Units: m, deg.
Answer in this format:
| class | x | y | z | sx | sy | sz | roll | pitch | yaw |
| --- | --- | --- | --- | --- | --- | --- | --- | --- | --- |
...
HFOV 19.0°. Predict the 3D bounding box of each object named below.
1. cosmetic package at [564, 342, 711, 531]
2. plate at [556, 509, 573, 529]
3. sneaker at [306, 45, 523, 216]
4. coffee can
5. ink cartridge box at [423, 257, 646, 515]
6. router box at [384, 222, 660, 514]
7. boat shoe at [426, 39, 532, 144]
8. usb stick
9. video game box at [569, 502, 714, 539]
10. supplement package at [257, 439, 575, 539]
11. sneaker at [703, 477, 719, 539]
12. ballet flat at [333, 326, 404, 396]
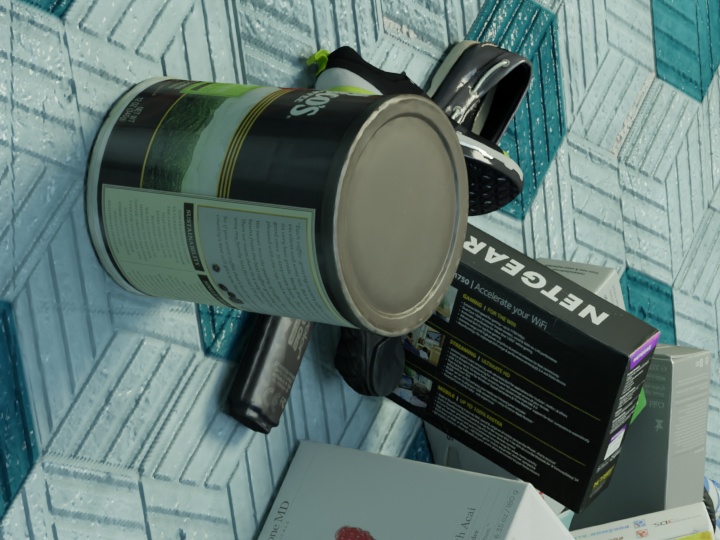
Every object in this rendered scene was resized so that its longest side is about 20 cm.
| class | x | y | z | sx | sy | sz | roll | pitch | yaw |
| --- | --- | --- | --- | --- | --- | --- | --- | --- | --- |
| cosmetic package | 0.244 | 0.165 | 1.902 | 0.090 | 0.106 | 0.202 | -4 | 98 | -55 |
| plate | 0.098 | 0.261 | 1.670 | 0.200 | 0.026 | 0.200 | -40 | 167 | -11 |
| sneaker | 0.044 | -0.109 | 1.564 | 0.199 | 0.071 | 0.084 | 26 | 48 | -37 |
| coffee can | -0.053 | -0.043 | 1.356 | 0.146 | 0.199 | 0.148 | -14 | 108 | -53 |
| ink cartridge box | 0.144 | 0.106 | 1.766 | 0.200 | 0.082 | 0.148 | -45 | 131 | -39 |
| router box | 0.106 | 0.064 | 1.568 | 0.051 | 0.199 | 0.150 | -34 | 147 | -47 |
| boat shoe | 0.071 | -0.093 | 1.641 | 0.201 | 0.062 | 0.073 | -62 | 143 | -25 |
| usb stick | -0.045 | 0.016 | 1.524 | 0.055 | 0.032 | 0.202 | 47 | 58 | -58 |
| video game box | 0.228 | 0.306 | 1.849 | 0.047 | 0.180 | 0.201 | -90 | 166 | -59 |
| supplement package | 0.038 | 0.213 | 1.533 | 0.120 | 0.199 | 0.122 | 50 | 56 | -46 |
| sneaker | 0.314 | 0.229 | 2.056 | 0.201 | 0.075 | 0.078 | 59 | 28 | -42 |
| ballet flat | 0.000 | 0.000 | 1.541 | 0.066 | 0.057 | 0.202 | -25 | 126 | -43 |
